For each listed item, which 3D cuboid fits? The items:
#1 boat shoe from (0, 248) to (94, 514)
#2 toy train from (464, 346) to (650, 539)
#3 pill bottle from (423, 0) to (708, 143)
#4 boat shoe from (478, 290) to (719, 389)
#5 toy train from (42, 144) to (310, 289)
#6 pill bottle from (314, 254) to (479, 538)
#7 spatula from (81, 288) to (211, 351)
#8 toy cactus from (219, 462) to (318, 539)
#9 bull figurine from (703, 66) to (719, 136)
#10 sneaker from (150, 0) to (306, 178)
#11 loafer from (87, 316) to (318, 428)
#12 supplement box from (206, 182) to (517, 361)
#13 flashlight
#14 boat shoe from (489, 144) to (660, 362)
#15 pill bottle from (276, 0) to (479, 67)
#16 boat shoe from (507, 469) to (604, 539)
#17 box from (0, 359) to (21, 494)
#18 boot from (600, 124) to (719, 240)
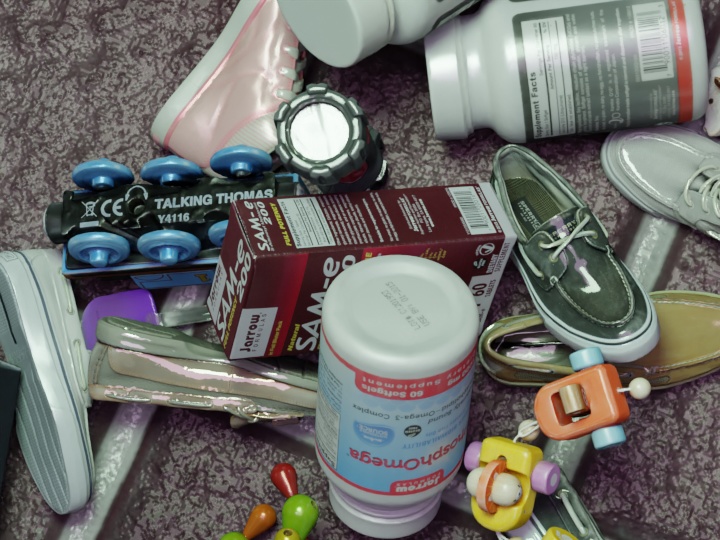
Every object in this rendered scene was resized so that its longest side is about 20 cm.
[{"bbox_3d":[-0.221,0.078,1.572,0.067,0.074,0.200,-15,92,-35],"label":"boat shoe"},{"bbox_3d":[0.137,0.160,1.445,0.150,0.056,0.200,-18,79,32],"label":"toy train"},{"bbox_3d":[0.149,-0.156,1.553,0.200,0.116,0.116,-7,81,4],"label":"pill bottle"},{"bbox_3d":[0.186,0.053,1.536,0.200,0.076,0.072,-10,80,3],"label":"boat shoe"},{"bbox_3d":[-0.129,-0.032,1.551,0.200,0.114,0.087,-5,66,12],"label":"toy train"},{"bbox_3d":[0.023,0.094,1.478,0.109,0.200,0.109,2,44,-2],"label":"pill bottle"},{"bbox_3d":[-0.114,0.031,1.594,0.200,0.021,0.057,-12,86,2],"label":"spatula"},{"bbox_3d":[-0.087,0.250,1.510,0.200,0.102,0.165,-41,64,-2],"label":"toy cactus"},{"bbox_3d":[0.354,-0.135,1.558,0.200,0.065,0.121,-31,84,2],"label":"bull figurine"},{"bbox_3d":[-0.060,-0.148,1.590,0.105,0.075,0.200,38,94,14],"label":"sneaker"},{"bbox_3d":[-0.103,0.086,1.559,0.200,0.072,0.063,15,97,-5],"label":"loafer"},{"bbox_3d":[0.000,0.000,1.502,0.200,0.109,0.061,-5,47,-21],"label":"supplement box"},{"bbox_3d":[-0.019,-0.081,1.512,0.068,0.200,0.068,-7,81,4],"label":"flashlight"},{"bbox_3d":[0.142,-0.014,1.509,0.072,0.071,0.200,-29,49,-11],"label":"boat shoe"},{"bbox_3d":[0.042,-0.232,1.503,0.200,0.113,0.113,-35,79,-27],"label":"pill bottle"},{"bbox_3d":[0.179,0.227,1.504,0.071,0.072,0.200,-40,78,2],"label":"boat shoe"},{"bbox_3d":[-0.346,0.152,1.530,0.148,0.104,0.200,5,81,32],"label":"box"},{"bbox_3d":[0.269,-0.059,1.536,0.200,0.096,0.074,26,84,9],"label":"boot"}]
